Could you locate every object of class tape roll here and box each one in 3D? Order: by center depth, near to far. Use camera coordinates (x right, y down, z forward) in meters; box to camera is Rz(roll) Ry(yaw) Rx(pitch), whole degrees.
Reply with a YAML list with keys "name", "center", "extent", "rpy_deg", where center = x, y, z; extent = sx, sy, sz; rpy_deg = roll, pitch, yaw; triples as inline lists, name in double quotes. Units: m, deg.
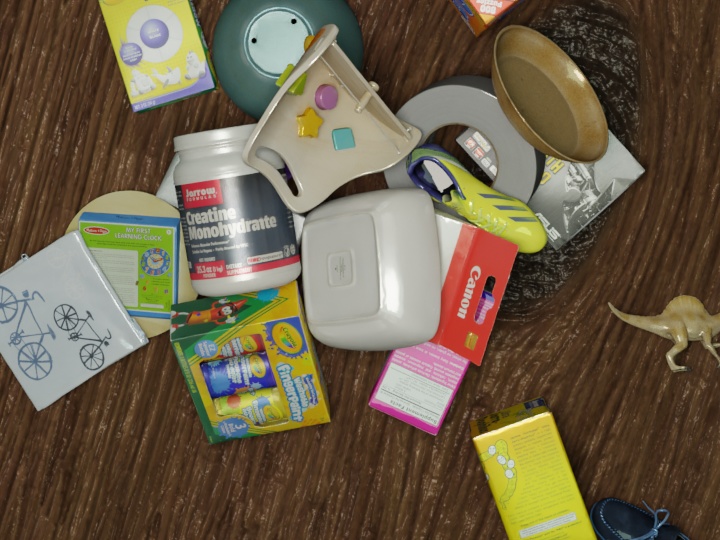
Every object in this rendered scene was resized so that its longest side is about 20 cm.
- name: "tape roll"
  center: [0.132, -0.145, 1.696]
  extent: [0.200, 0.066, 0.201]
  rpy_deg: [7, 113, 17]

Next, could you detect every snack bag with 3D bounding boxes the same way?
- name: "snack bag"
  center: [-0.407, 0.063, 1.788]
  extent: [0.200, 0.021, 0.189]
  rpy_deg: [-32, 92, 15]

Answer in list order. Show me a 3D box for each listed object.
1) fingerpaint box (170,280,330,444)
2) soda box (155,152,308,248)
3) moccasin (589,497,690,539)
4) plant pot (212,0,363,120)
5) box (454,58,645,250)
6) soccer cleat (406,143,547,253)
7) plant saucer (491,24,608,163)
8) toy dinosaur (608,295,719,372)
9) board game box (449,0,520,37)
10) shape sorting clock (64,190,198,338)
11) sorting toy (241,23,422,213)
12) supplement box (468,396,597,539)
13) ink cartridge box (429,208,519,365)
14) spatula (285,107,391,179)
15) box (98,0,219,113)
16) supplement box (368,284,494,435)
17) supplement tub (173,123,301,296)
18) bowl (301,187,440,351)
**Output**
- name: "fingerpaint box"
  center: [-0.139, 0.123, 1.722]
  extent: [0.167, 0.073, 0.200]
  rpy_deg: [-11, 131, 2]
- name: "soda box"
  center: [-0.164, -0.083, 1.760]
  extent: [0.200, 0.063, 0.068]
  rpy_deg: [27, 96, 0]
- name: "moccasin"
  center: [0.402, 0.357, 1.769]
  extent: [0.200, 0.068, 0.081]
  rpy_deg: [29, 65, -8]
- name: "plant pot"
  center: [-0.097, -0.285, 1.705]
  extent: [0.200, 0.135, 0.200]
  rpy_deg: [0, 95, 1]
- name: "box"
  center: [0.246, -0.151, 1.747]
  extent: [0.158, 0.048, 0.200]
  rpy_deg: [-42, 93, 5]
- name: "soccer cleat"
  center: [0.138, -0.080, 1.634]
  extent: [0.200, 0.084, 0.065]
  rpy_deg: [37, 118, 3]
- name: "plant saucer"
  center: [0.225, -0.209, 1.644]
  extent: [0.035, 0.200, 0.200]
  rpy_deg: [-36, 94, 38]
- name: "toy dinosaur"
  center: [0.422, 0.083, 1.768]
  extent: [0.200, 0.058, 0.101]
  rpy_deg: [-2, 80, -6]
- name: "board game box"
  center: [0.169, -0.435, 1.649]
  extent: [0.200, 0.200, 0.200]
  rpy_deg: [-37, 93, 5]
- name: "shape sorting clock"
  center: [-0.305, -0.008, 1.783]
  extent: [0.200, 0.039, 0.200]
  rpy_deg: [2, 101, 11]
- name: "sorting toy"
  center: [-0.055, -0.169, 1.603]
  extent: [0.180, 0.107, 0.200]
  rpy_deg: [-52, 130, -11]
- name: "supplement box"
  center: [0.227, 0.284, 1.756]
  extent: [0.109, 0.109, 0.200]
  rpy_deg: [-20, 94, 3]
- name: "ink cartridge box"
  center: [0.085, 0.008, 1.645]
  extent: [0.200, 0.050, 0.161]
  rpy_deg: [28, 107, 42]
- name: "spatula"
  center: [-0.050, -0.169, 1.768]
  extent: [0.200, 0.021, 0.057]
  rpy_deg: [-26, 69, 0]
- name: "box"
  center: [-0.270, -0.319, 1.752]
  extent: [0.117, 0.048, 0.200]
  rpy_deg: [-17, 93, 3]
- name: "supplement box"
  center: [0.095, 0.099, 1.748]
  extent: [0.103, 0.101, 0.200]
  rpy_deg: [26, 96, 0]
- name: "supplement tub"
  center: [-0.155, -0.076, 1.657]
  extent: [0.140, 0.140, 0.200]
  rpy_deg: [-9, 95, 3]
- name: "bowl"
  center: [0.000, 0.000, 1.646]
  extent: [0.200, 0.075, 0.200]
  rpy_deg: [-7, 85, 43]
